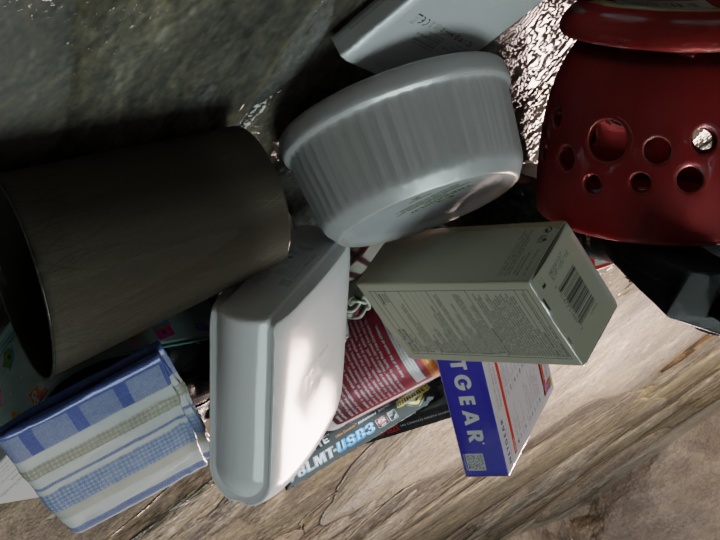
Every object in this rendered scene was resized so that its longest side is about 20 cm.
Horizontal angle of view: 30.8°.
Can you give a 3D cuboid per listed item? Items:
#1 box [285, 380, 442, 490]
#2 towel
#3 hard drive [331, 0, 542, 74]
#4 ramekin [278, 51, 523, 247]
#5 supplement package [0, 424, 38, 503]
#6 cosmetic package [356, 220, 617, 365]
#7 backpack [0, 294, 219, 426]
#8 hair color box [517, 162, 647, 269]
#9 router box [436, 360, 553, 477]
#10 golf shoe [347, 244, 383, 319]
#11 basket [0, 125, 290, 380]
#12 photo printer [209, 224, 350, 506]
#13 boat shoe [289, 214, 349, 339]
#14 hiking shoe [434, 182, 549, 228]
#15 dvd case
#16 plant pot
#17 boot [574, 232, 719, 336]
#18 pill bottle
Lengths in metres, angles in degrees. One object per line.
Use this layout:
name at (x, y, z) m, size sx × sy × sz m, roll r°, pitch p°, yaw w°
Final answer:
box at (-0.022, 0.140, 1.473) m, size 0.197 × 0.050 × 0.200 m, roll -31°, pitch -160°, yaw 0°
towel at (-0.198, 0.138, 1.048) m, size 0.146 × 0.024 × 0.201 m, roll -28°, pitch 149°, yaw -10°
hard drive at (0.089, -0.213, 0.982) m, size 0.199 × 0.026 × 0.132 m, roll -37°, pitch 157°, yaw 23°
ramekin at (0.040, -0.091, 1.055) m, size 0.201 × 0.095 × 0.202 m, roll -19°, pitch 170°, yaw -3°
supplement package at (-0.293, 0.142, 1.234) m, size 0.199 × 0.110 × 0.114 m, roll -1°, pitch 148°, yaw -49°
cosmetic package at (0.105, 0.021, 1.115) m, size 0.199 × 0.104 × 0.073 m, roll 0°, pitch -135°, yaw 47°
backpack at (-0.219, 0.077, 1.108) m, size 0.199 × 0.154 × 0.176 m, roll -18°, pitch 153°, yaw -44°
hair color box at (0.185, -0.054, 1.259) m, size 0.110 × 0.065 × 0.200 m, roll -16°, pitch -163°, yaw -27°
router box at (0.135, 0.078, 1.334) m, size 0.048 × 0.202 × 0.180 m, roll -5°, pitch -159°, yaw 26°
golf shoe at (0.000, 0.000, 1.291) m, size 0.199 × 0.089 × 0.077 m, roll -32°, pitch 157°, yaw 9°
basket at (-0.164, -0.025, 0.978) m, size 0.199 × 0.136 × 0.181 m, roll -21°, pitch 149°, yaw -25°
photo printer at (-0.067, 0.085, 1.093) m, size 0.166 × 0.069 × 0.202 m, roll -49°, pitch 149°, yaw -55°
boat shoe at (-0.049, -0.005, 1.182) m, size 0.070 × 0.071 × 0.200 m, roll -35°, pitch 129°, yaw 2°
hiking shoe at (0.100, -0.053, 1.190) m, size 0.075 × 0.199 × 0.087 m, roll -66°, pitch 162°, yaw -1°
dvd case at (0.060, 0.133, 1.471) m, size 0.199 × 0.022 × 0.146 m, roll -22°, pitch -159°, yaw 31°
plant pot at (0.247, -0.131, 1.073) m, size 0.199 × 0.200 × 0.184 m, roll -13°, pitch 114°, yaw -33°
boot at (0.285, -0.004, 1.074) m, size 0.163 × 0.066 × 0.200 m, roll -1°, pitch -166°, yaw -14°
pill bottle at (-0.011, 0.093, 1.340) m, size 0.199 × 0.114 × 0.113 m, roll -28°, pitch 159°, yaw 8°
